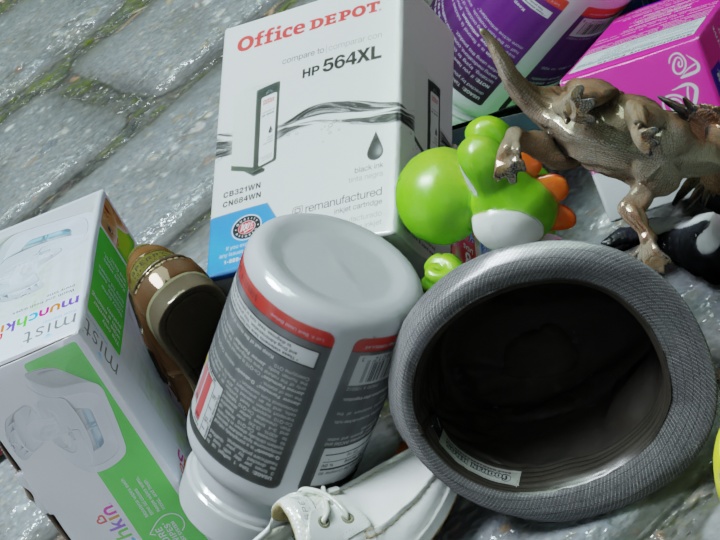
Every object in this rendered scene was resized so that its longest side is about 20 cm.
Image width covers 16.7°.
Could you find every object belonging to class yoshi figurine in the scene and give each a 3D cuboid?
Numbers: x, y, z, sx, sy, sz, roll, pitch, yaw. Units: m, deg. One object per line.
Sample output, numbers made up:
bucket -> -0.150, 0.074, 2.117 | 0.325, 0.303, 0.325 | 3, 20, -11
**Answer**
yoshi figurine -> 0.085, -0.010, 1.551 | 0.111, 0.201, 0.113 | -26, 32, -4

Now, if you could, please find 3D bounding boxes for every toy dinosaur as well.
toy dinosaur -> 0.156, -0.083, 1.476 | 0.086, 0.199, 0.136 | -65, -7, 28

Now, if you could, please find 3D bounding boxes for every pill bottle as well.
pill bottle -> 0.115, -0.187, 1.797 | 0.200, 0.112, 0.113 | -49, 11, 44
pill bottle -> -0.043, 0.075, 1.533 | 0.115, 0.201, 0.116 | 16, 32, -10

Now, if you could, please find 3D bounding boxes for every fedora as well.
fedora -> 0.118, 0.055, 1.474 | 0.199, 0.177, 0.090 | -26, 14, 20

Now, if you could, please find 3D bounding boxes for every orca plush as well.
orca plush -> 0.234, -0.003, 1.548 | 0.199, 0.105, 0.072 | 4, 75, 41

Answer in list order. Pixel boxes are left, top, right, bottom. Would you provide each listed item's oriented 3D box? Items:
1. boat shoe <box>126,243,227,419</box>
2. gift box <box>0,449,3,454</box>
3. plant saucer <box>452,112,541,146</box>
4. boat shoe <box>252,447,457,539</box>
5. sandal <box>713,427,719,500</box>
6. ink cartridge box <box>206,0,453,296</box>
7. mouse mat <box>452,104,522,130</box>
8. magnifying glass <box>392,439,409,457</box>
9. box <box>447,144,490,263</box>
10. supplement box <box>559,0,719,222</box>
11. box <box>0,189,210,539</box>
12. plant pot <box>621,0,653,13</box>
boat shoe -> -0.099, 0.055, 1.616 | 0.072, 0.201, 0.068 | -33, 48, -14
gift box -> -0.372, 0.061, 1.870 | 0.184, 0.201, 0.187 | -33, 28, -15
plant saucer -> 0.058, -0.077, 1.770 | 0.199, 0.028, 0.200 | -15, -3, -1
boat shoe -> -0.026, 0.165, 1.486 | 0.200, 0.070, 0.071 | -39, 30, -15
sandal -> 0.284, 0.074, 1.379 | 0.200, 0.080, 0.087 | -39, 34, -11
ink cartridge box -> -0.019, -0.079, 1.636 | 0.145, 0.084, 0.201 | -14, 58, 26
mouse mat -> 0.058, -0.092, 1.807 | 0.199, 0.008, 0.161 | -17, -3, 24
magnifying glass -> 0.013, 0.152, 1.557 | 0.079, 0.022, 0.200 | -4, 38, 38
box -> 0.000, 0.000, 1.697 | 0.199, 0.095, 0.103 | -14, 57, 26
supplement box -> 0.213, -0.118, 1.646 | 0.103, 0.102, 0.200 | -17, 13, 23
box -> -0.174, 0.082, 1.650 | 0.096, 0.201, 0.177 | -22, 29, 13
plant pot -> 0.191, -0.277, 1.889 | 0.199, 0.180, 0.200 | -6, 37, 34
